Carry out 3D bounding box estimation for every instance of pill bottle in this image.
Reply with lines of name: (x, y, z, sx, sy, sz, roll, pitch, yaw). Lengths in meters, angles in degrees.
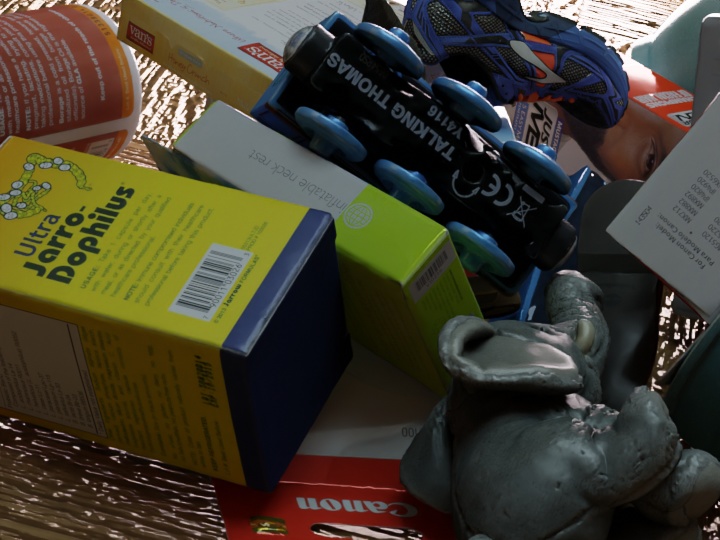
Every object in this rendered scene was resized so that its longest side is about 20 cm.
pill bottle: (-0.249, -0.109, 1.408, 0.112, 0.112, 0.200, 30, 30, 33)

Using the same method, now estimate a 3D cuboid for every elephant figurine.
elephant figurine: (0.084, 0.081, 1.128, 0.155, 0.142, 0.200, 33, 15, -47)

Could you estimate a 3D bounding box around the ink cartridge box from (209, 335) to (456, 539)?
ink cartridge box: (-0.007, 0.085, 1.191, 0.160, 0.047, 0.200, 5, 25, -14)

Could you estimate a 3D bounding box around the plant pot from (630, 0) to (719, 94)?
plant pot: (0.280, -0.127, 1.620, 0.134, 0.201, 0.200, -10, 20, 18)

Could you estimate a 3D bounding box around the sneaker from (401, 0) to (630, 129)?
sneaker: (0.095, -0.135, 1.401, 0.200, 0.079, 0.075, 26, -11, -34)

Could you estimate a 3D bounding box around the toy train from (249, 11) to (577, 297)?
toy train: (0.034, -0.067, 1.220, 0.200, 0.087, 0.114, 37, -9, -10)

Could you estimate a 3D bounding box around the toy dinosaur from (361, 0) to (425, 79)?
toy dinosaur: (0.007, -0.100, 1.320, 0.077, 0.200, 0.102, -3, 8, 45)

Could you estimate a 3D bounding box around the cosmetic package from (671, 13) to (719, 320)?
cosmetic package: (0.319, -0.063, 1.409, 0.165, 0.200, 0.165, 13, 14, 32)

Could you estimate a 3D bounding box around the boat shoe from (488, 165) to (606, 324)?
boat shoe: (0.129, 0.013, 1.384, 0.069, 0.084, 0.200, 36, 45, -9)

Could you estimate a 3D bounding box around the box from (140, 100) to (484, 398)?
box: (-0.024, -0.016, 1.206, 0.200, 0.122, 0.048, 31, 71, 32)

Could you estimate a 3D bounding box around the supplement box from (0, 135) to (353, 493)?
supplement box: (-0.119, 0.021, 1.143, 0.200, 0.109, 0.110, 14, 48, 20)

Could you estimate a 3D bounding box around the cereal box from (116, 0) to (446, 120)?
cereal box: (-0.039, -0.151, 1.403, 0.144, 0.040, 0.200, 33, 33, 34)

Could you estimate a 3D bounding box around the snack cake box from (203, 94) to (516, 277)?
snack cake box: (-0.009, -0.061, 1.411, 0.200, 0.115, 0.067, 9, 25, -7)

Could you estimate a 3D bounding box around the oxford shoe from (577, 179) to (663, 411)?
oxford shoe: (0.149, 0.045, 1.282, 0.071, 0.071, 0.200, 9, 55, 20)

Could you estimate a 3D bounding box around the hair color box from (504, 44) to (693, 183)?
hair color box: (0.178, -0.094, 1.567, 0.064, 0.111, 0.200, -11, 33, -38)

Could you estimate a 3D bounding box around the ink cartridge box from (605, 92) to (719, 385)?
ink cartridge box: (0.225, -0.024, 1.236, 0.084, 0.176, 0.200, 44, 15, 20)

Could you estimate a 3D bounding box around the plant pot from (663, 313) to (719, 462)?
plant pot: (0.301, 0.079, 1.187, 0.188, 0.200, 0.200, 46, 37, 20)

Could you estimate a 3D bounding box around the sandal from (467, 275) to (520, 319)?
sandal: (0.000, 0.000, 1.312, 0.200, 0.054, 0.080, 1, -3, 16)
